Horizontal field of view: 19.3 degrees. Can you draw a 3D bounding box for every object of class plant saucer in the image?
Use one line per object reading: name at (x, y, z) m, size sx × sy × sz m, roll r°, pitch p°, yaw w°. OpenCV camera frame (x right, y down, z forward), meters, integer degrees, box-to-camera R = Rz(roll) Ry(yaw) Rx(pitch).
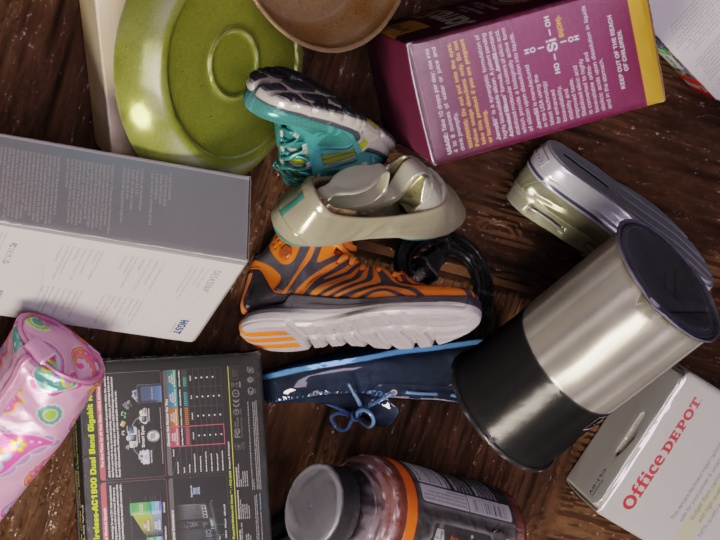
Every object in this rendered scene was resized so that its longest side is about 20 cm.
plant saucer at (-0.106, -0.158, 1.611) m, size 0.200 × 0.031 × 0.200 m, roll -15°, pitch 109°, yaw -49°
plant saucer at (-0.038, -0.266, 1.620) m, size 0.200 × 0.035 × 0.201 m, roll 0°, pitch 89°, yaw -46°

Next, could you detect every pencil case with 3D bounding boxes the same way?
pencil case at (-0.282, 0.127, 1.636) m, size 0.087 × 0.087 × 0.200 m, roll 33°, pitch 111°, yaw -20°

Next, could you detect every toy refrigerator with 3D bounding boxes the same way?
toy refrigerator at (-0.173, -0.194, 1.623) m, size 0.076 × 0.070 × 0.200 m, roll -10°, pitch 108°, yaw -17°

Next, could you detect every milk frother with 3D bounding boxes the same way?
milk frother at (0.149, 0.019, 1.679) m, size 0.200 × 0.181 × 0.188 m, roll 41°, pitch 117°, yaw -15°

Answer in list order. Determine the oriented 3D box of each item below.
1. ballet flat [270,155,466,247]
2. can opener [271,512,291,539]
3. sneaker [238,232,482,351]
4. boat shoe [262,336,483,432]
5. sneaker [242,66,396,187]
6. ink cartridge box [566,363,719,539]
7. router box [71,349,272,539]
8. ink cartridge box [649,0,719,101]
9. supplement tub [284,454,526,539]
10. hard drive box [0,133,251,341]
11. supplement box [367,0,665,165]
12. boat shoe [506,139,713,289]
ballet flat at (0.019, -0.057, 1.647) m, size 0.200 × 0.069 × 0.070 m, roll -12°, pitch 109°, yaw -44°
can opener at (-0.102, 0.245, 1.753) m, size 0.200 × 0.063 × 0.079 m, roll -22°, pitch 124°, yaw -10°
sneaker at (0.000, 0.000, 1.674) m, size 0.200 × 0.078 × 0.112 m, roll -1°, pitch 65°, yaw 16°
boat shoe at (0.019, 0.098, 1.739) m, size 0.200 × 0.084 × 0.069 m, roll -6°, pitch 93°, yaw -12°
sneaker at (-0.034, -0.099, 1.634) m, size 0.080 × 0.077 × 0.200 m, roll -56°, pitch 152°, yaw 3°
ink cartridge box at (0.303, 0.180, 1.839) m, size 0.200 × 0.083 × 0.145 m, roll 32°, pitch 93°, yaw -20°
router box at (-0.152, 0.166, 1.690) m, size 0.150 × 0.062 × 0.200 m, roll -2°, pitch 86°, yaw -15°
ink cartridge box at (0.302, -0.206, 1.760) m, size 0.109 × 0.050 × 0.200 m, roll -47°, pitch 112°, yaw -1°
supplement tub at (0.034, 0.211, 1.733) m, size 0.200 × 0.107 × 0.107 m, roll 18°, pitch 99°, yaw -38°
hard drive box at (-0.200, -0.021, 1.607) m, size 0.200 × 0.156 × 0.077 m, roll 10°, pitch 62°, yaw -18°
supplement box at (0.121, -0.164, 1.678) m, size 0.200 × 0.131 × 0.103 m, roll -16°, pitch 106°, yaw -12°
boat shoe at (0.210, -0.034, 1.777) m, size 0.200 × 0.072 × 0.062 m, roll 36°, pitch 117°, yaw -17°
